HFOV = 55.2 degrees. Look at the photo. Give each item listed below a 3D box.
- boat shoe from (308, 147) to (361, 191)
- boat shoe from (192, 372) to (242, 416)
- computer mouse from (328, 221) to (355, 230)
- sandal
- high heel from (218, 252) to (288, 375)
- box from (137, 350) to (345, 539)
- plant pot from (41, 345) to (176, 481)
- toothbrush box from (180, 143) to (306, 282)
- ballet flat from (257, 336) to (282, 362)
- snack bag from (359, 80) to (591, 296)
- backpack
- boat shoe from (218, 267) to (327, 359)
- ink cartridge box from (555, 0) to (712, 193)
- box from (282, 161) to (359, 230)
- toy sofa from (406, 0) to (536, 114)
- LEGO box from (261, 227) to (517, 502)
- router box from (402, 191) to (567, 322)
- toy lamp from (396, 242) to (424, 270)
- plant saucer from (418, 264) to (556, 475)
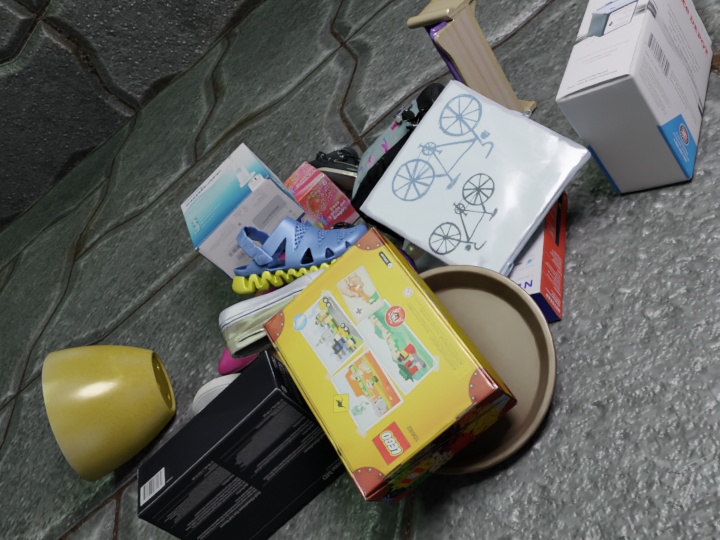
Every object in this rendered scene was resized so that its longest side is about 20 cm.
[{"bbox_3d":[-0.031,-0.173,1.146,0.066,0.074,0.199,-63,24,-6],"label":"boat shoe"},{"bbox_3d":[-0.146,0.180,0.892,0.199,0.072,0.069,-15,41,26],"label":"boat shoe"},{"bbox_3d":[0.000,0.000,0.924,0.059,0.034,0.201,-39,43,15],"label":"computer mouse"},{"bbox_3d":[-0.085,-0.030,0.898,0.198,0.088,0.080,-15,9,10],"label":"sandal"},{"bbox_3d":[-0.162,0.057,1.014,0.200,0.096,0.067,-48,32,-5],"label":"high heel"},{"bbox_3d":[-0.122,0.208,0.751,0.200,0.141,0.079,-42,29,5],"label":"box"},{"bbox_3d":[-0.362,0.194,1.036,0.141,0.201,0.200,-19,31,-7],"label":"plant pot"},{"bbox_3d":[-0.183,-0.093,1.037,0.146,0.085,0.200,-45,31,2],"label":"toothbrush box"},{"bbox_3d":[-0.058,0.054,0.924,0.072,0.068,0.200,10,50,35],"label":"ballet flat"},{"bbox_3d":[0.121,-0.097,0.746,0.200,0.021,0.189,35,89,31],"label":"snack bag"},{"bbox_3d":[0.081,-0.134,0.912,0.200,0.167,0.127,-38,20,37],"label":"backpack"},{"bbox_3d":[-0.079,0.054,0.863,0.199,0.072,0.062,-22,66,4],"label":"boat shoe"},{"bbox_3d":[0.297,-0.207,0.728,0.086,0.146,0.201,-12,44,45],"label":"ink cartridge box"},{"bbox_3d":[-0.111,-0.063,1.093,0.200,0.095,0.103,-46,30,-1],"label":"box"},{"bbox_3d":[0.144,-0.264,0.924,0.098,0.200,0.083,-50,32,-18],"label":"toy sofa"},{"bbox_3d":[0.022,0.086,0.643,0.149,0.077,0.200,-41,60,8],"label":"LEGO box"},{"bbox_3d":[0.132,-0.008,0.786,0.199,0.049,0.180,-19,40,36],"label":"router box"},{"bbox_3d":[0.110,-0.072,0.786,0.200,0.058,0.058,-43,31,3],"label":"toy lamp"},{"bbox_3d":[0.091,0.094,0.667,0.199,0.029,0.202,-8,70,24],"label":"plant saucer"}]
